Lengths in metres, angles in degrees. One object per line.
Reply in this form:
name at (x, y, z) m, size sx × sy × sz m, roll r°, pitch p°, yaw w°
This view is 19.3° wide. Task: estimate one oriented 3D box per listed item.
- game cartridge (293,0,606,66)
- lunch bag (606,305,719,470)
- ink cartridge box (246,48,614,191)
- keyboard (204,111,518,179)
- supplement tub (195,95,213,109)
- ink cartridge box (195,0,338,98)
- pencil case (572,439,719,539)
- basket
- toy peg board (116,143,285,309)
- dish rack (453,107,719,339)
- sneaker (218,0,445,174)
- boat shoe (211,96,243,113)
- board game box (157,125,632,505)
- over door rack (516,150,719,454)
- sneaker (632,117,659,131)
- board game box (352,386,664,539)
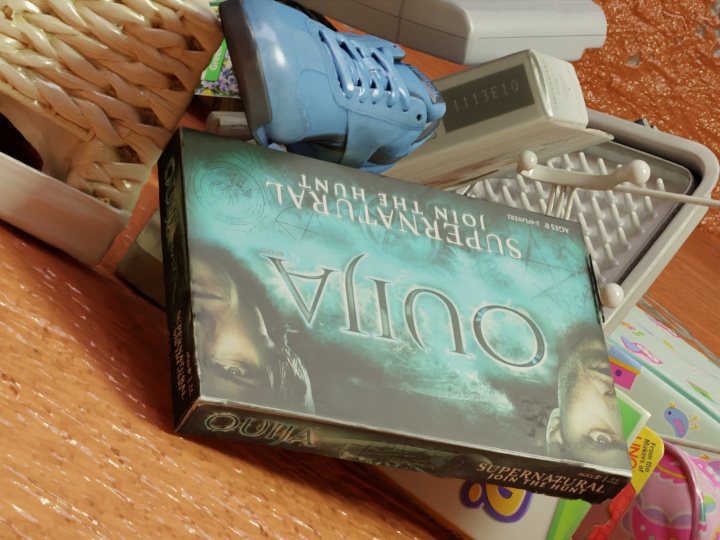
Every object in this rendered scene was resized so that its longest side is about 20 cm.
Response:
game cartridge at (0.027, -0.163, 1.207) m, size 0.132 × 0.041 × 0.199 m, roll -12°, pitch 30°, yaw -41°
lunch bag at (0.186, 0.087, 1.325) m, size 0.160 × 0.077 × 0.200 m, roll 35°, pitch 9°, yaw 9°
ink cartridge box at (0.032, -0.070, 1.197) m, size 0.173 × 0.198 × 0.044 m, roll -4°, pitch 78°, yaw -72°
keyboard at (0.005, -0.072, 1.239) m, size 0.198 × 0.056 × 0.011 m, roll 1°, pitch 62°, yaw -14°
supplement tub at (-0.129, -0.219, 1.421) m, size 0.199 × 0.145 × 0.144 m, roll 37°, pitch 11°, yaw 0°
ink cartridge box at (-0.124, -0.146, 1.199) m, size 0.198 × 0.051 × 0.109 m, roll 3°, pitch 28°, yaw -31°
pencil case at (0.174, 0.138, 1.072) m, size 0.087 × 0.088 × 0.199 m, roll 44°, pitch 13°, yaw 33°
basket at (-0.156, -0.117, 0.959) m, size 0.135 × 0.124 × 0.200 m, roll 30°, pitch 14°, yaw -29°
toy peg board at (0.000, 0.000, 1.041) m, size 0.199 × 0.098 × 0.200 m, roll 36°, pitch 10°, yaw -6°
dish rack at (0.104, -0.027, 1.284) m, size 0.199 × 0.172 × 0.044 m, roll 21°, pitch -32°, yaw 37°
sneaker at (-0.009, -0.086, 0.938) m, size 0.200 × 0.078 × 0.067 m, roll 33°, pitch 44°, yaw -76°
boat shoe at (-0.050, -0.097, 1.325) m, size 0.063 × 0.074 × 0.201 m, roll 11°, pitch 1°, yaw 8°
board game box at (0.014, 0.020, 0.879) m, size 0.198 × 0.028 × 0.136 m, roll 12°, pitch 50°, yaw -25°
over door rack at (0.165, 0.022, 1.144) m, size 0.198 × 0.149 × 0.067 m, roll 12°, pitch -4°, yaw 14°
sneaker at (0.144, -0.030, 1.406) m, size 0.077 × 0.146 × 0.202 m, roll 51°, pitch -12°, yaw -11°
board game box at (0.036, 0.054, 0.935) m, size 0.199 × 0.096 × 0.030 m, roll 37°, pitch -15°, yaw -4°
